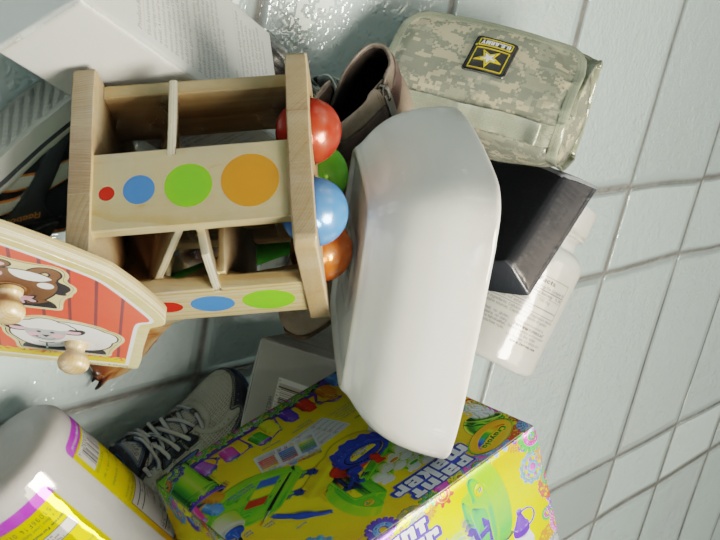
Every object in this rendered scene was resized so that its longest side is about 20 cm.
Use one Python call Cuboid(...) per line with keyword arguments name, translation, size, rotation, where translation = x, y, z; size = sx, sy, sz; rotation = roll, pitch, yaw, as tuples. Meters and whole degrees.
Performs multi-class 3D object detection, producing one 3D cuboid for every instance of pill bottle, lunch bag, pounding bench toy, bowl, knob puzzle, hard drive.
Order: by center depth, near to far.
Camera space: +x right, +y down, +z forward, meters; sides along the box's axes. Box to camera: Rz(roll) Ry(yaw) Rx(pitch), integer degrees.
Cuboid(name="knob puzzle", translation=(-0.210, 0.023, 0.585), size=(0.220, 0.219, 0.031), rotation=(39, 48, -53))
Cuboid(name="pounding bench toy", translation=(-0.083, -0.029, 0.671), size=(0.200, 0.155, 0.125), rotation=(85, 1, -67))
Cuboid(name="bowl", translation=(0.026, -0.001, 0.689), size=(0.074, 0.200, 0.200), rotation=(6, 115, -7))
Cuboid(name="pill bottle", translation=(-0.196, 0.198, 0.769), size=(0.104, 0.104, 0.200), rotation=(-50, 118, -19))
Cuboid(name="lunch bag", translation=(0.112, -0.153, 0.893), size=(0.200, 0.163, 0.118), rotation=(-39, 144, -68))
Cuboid(name="hard drive", translation=(0.119, -0.052, 0.995), size=(0.042, 0.200, 0.135), rotation=(41, 78, -31))
Cuboid(name="pill bottle", translation=(0.184, 0.008, 1.172), size=(0.114, 0.114, 0.201), rotation=(26, 90, -54))

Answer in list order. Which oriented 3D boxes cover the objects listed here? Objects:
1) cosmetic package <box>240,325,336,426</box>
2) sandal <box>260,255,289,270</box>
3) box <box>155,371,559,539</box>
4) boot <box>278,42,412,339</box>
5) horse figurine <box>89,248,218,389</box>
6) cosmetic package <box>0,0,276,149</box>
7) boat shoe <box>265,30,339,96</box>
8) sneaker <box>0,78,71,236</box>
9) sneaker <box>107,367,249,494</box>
Cuboid(name="cosmetic package", translation=(-0.020, 0.110, 0.926), size=(0.200, 0.090, 0.107), rotation=(-1, 105, -70))
Cuboid(name="sandal", translation=(-0.073, -0.052, 0.807), size=(0.203, 0.050, 0.083), rotation=(103, 1, -50))
Cuboid(name="box", translation=(-0.002, 0.177, 0.728), size=(0.200, 0.192, 0.122), rotation=(-28, 116, -28))
Cuboid(name="boot", translation=(-0.018, -0.066, 0.771), size=(0.146, 0.070, 0.201), rotation=(81, 29, -58))
Cuboid(name="horse figurine", translation=(-0.146, -0.007, 0.805), size=(0.200, 0.050, 0.133), rotation=(-45, 142, -27))
Cuboid(name="cosmetic package", translation=(-0.137, -0.149, 0.674), size=(0.200, 0.071, 0.102), rotation=(33, 42, -54))
Cuboid(name="boat shoe", translation=(-0.030, -0.131, 0.855), size=(0.068, 0.074, 0.199), rotation=(-51, 135, 7))
Cuboid(name="sneaker", translation=(-0.231, -0.043, 0.654), size=(0.200, 0.078, 0.080), rotation=(-43, 134, -29))
Cuboid(name="sneaker", translation=(-0.166, 0.161, 0.865), size=(0.200, 0.077, 0.085), rotation=(-55, 139, -13))
